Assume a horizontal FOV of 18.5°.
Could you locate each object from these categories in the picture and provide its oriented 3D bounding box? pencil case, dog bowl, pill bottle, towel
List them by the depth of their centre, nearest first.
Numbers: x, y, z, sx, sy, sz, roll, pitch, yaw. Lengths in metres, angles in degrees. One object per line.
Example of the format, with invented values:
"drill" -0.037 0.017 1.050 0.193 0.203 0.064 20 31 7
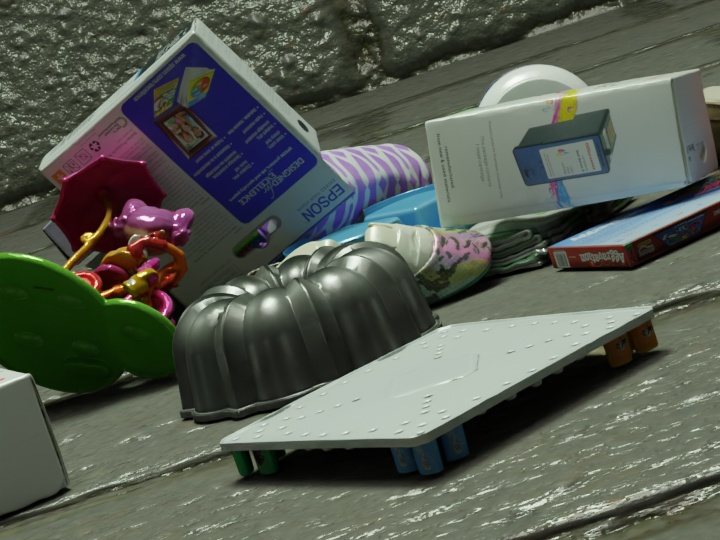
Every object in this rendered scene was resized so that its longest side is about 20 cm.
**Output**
"towel" 0.121 -0.032 1.788 0.148 0.031 0.200 -12 11 31
"dog bowl" 0.024 -0.025 1.882 0.111 0.050 0.199 -10 13 45
"pill bottle" 0.156 -0.122 1.939 0.115 0.117 0.200 -18 4 4
"pencil case" -0.016 -0.066 1.990 0.084 0.086 0.199 35 23 28

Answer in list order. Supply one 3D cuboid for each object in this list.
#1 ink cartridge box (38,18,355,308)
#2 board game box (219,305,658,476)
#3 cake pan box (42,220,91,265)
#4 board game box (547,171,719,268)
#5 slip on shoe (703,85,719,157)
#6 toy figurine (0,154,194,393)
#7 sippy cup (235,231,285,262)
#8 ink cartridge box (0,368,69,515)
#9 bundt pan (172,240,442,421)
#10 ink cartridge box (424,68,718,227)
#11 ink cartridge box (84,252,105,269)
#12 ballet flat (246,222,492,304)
"ink cartridge box" -0.138 -0.083 1.891 0.198 0.200 0.044 -38 19 23
"board game box" 0.047 0.073 1.316 0.199 0.026 0.199 -26 11 -36
"cake pan box" -0.194 -0.095 2.026 0.184 0.052 0.200 -44 5 13
"board game box" 0.245 -0.045 1.641 0.199 0.020 0.103 -23 11 -26
"slip on shoe" 0.278 -0.112 1.869 0.199 0.076 0.061 6 64 51
"toy figurine" -0.201 -0.014 1.804 0.198 0.151 0.185 7 46 20
"sippy cup" -0.123 -0.039 2.053 0.130 0.140 0.178 -29 -28 -2
"ink cartridge box" -0.301 0.127 1.520 0.147 0.086 0.200 -22 8 -23
"bundt pan" -0.045 0.035 1.579 0.200 0.076 0.202 -17 9 3
"ink cartridge box" 0.166 -0.097 1.723 0.198 0.088 0.145 -7 6 19
"ink cartridge box" -0.188 -0.060 2.155 0.161 0.050 0.200 -43 -16 7
"ballet flat" 0.000 0.000 1.689 0.198 0.071 0.070 -16 43 22
